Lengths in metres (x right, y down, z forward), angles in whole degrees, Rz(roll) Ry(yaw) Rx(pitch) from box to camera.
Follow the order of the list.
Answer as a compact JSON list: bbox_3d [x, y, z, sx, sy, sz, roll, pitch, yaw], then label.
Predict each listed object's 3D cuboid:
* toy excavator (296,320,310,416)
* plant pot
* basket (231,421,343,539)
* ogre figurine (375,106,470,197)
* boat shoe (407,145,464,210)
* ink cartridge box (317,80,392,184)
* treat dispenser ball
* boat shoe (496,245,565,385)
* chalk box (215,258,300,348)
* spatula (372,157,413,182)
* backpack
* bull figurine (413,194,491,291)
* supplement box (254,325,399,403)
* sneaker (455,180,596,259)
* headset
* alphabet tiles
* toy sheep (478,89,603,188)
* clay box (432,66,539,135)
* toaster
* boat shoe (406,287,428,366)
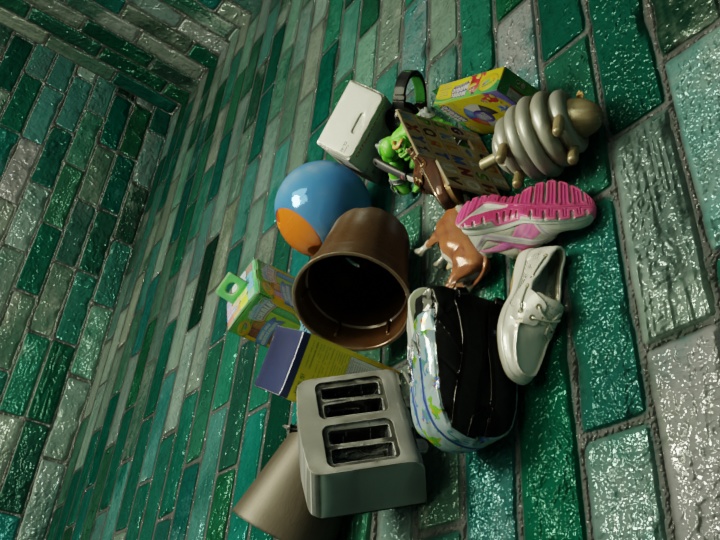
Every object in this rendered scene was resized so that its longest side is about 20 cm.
[{"bbox_3d":[-0.079,0.162,1.418,0.195,0.100,0.200,-116,44,-58],"label":"toy excavator"},{"bbox_3d":[0.000,0.000,1.283,0.200,0.200,0.198,-45,17,32],"label":"plant pot"},{"bbox_3d":[-0.084,0.340,1.209,0.200,0.180,0.136,-63,-6,-15],"label":"basket"},{"bbox_3d":[0.109,-0.221,1.361,0.098,0.120,0.200,-54,18,-25],"label":"ogre figurine"},{"bbox_3d":[0.121,-0.159,1.225,0.070,0.070,0.200,-28,34,17],"label":"boat shoe"},{"bbox_3d":[0.009,-0.276,1.502,0.085,0.200,0.148,29,91,20],"label":"ink cartridge box"},{"bbox_3d":[-0.076,-0.125,1.515,0.201,0.201,0.201,-40,36,38],"label":"treat dispenser ball"},{"bbox_3d":[0.234,0.052,0.981,0.069,0.071,0.200,-22,47,52],"label":"boat shoe"},{"bbox_3d":[-0.209,0.071,1.578,0.124,0.200,0.124,-50,31,24],"label":"chalk box"},{"bbox_3d":[0.099,-0.165,1.322,0.200,0.057,0.021,26,61,30],"label":"spatula"},{"bbox_3d":[0.139,0.144,0.999,0.154,0.163,0.200,-50,37,41],"label":"backpack"},{"bbox_3d":[0.153,-0.040,1.205,0.122,0.065,0.200,-53,27,27],"label":"bull figurine"},{"bbox_3d":[-0.055,0.180,1.227,0.109,0.200,0.109,2,69,60],"label":"supplement box"},{"bbox_3d":[0.243,-0.067,1.063,0.200,0.088,0.081,-5,44,35],"label":"sneaker"},{"bbox_3d":[0.084,-0.295,1.467,0.094,0.123,0.201,6,98,25],"label":"headset"},{"bbox_3d":[0.154,-0.188,1.202,0.008,0.167,0.200,-60,32,34],"label":"alphabet tiles"},{"bbox_3d":[0.258,-0.192,1.080,0.200,0.138,0.138,-18,50,33],"label":"toy sheep"},{"bbox_3d":[0.211,-0.279,1.247,0.200,0.115,0.048,3,70,61],"label":"clay box"},{"bbox_3d":[-0.010,0.252,1.081,0.181,0.199,0.119,-104,11,-50],"label":"toaster"},{"bbox_3d":[0.108,0.129,1.138,0.072,0.070,0.201,82,-177,-73],"label":"boat shoe"}]
